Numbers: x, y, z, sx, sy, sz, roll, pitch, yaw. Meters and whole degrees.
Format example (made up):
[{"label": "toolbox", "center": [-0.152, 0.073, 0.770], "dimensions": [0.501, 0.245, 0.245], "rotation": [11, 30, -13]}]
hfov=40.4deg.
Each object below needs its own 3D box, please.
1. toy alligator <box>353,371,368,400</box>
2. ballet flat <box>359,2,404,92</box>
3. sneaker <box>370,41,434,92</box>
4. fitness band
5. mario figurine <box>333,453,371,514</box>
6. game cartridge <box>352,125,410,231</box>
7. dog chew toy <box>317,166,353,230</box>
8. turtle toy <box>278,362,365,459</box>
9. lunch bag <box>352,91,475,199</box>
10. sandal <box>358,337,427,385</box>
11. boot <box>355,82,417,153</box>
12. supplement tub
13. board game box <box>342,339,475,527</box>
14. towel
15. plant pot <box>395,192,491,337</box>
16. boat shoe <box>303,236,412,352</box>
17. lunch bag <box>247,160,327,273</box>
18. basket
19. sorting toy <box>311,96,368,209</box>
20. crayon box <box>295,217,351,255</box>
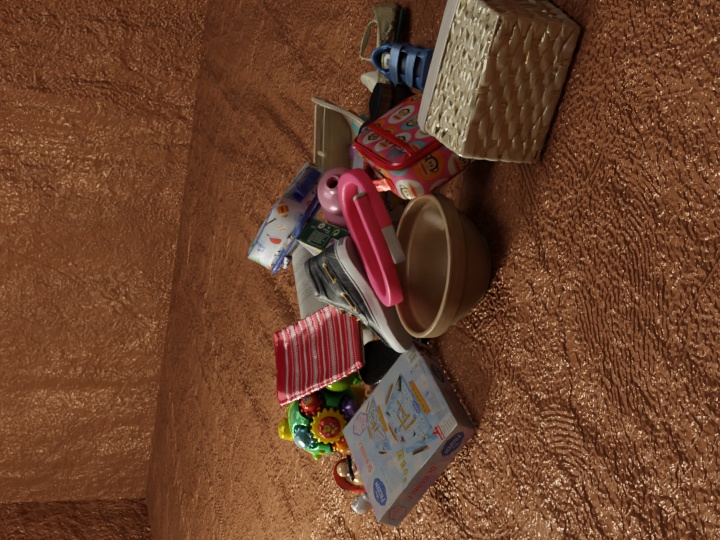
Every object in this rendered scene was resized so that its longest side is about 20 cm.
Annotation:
[{"label": "toy alligator", "center": [-0.024, 0.178, 1.806], "dimensions": [0.201, 0.059, 0.054], "rotation": [61, -178, 27]}, {"label": "ballet flat", "center": [0.036, -0.358, 1.675], "dimensions": [0.068, 0.075, 0.202], "rotation": [26, -115, -82]}, {"label": "sneaker", "center": [0.080, -0.322, 1.549], "dimensions": [0.200, 0.082, 0.075], "rotation": [-143, 60, -64]}, {"label": "fitness band", "center": [0.016, -0.047, 1.391], "dimensions": [0.144, 0.037, 0.201], "rotation": [135, 114, -77]}, {"label": "mario figurine", "center": [0.009, 0.318, 1.609], "dimensions": [0.200, 0.106, 0.124], "rotation": [-44, 11, 51]}, {"label": "game cartridge", "center": [0.048, -0.122, 1.533], "dimensions": [0.040, 0.132, 0.202], "rotation": [-10, 78, 61]}, {"label": "dog chew toy", "center": [-0.009, -0.109, 1.604], "dimensions": [0.200, 0.123, 0.126], "rotation": [36, -134, -63]}, {"label": "turtle toy", "center": [-0.057, 0.232, 1.681], "dimensions": [0.101, 0.144, 0.202], "rotation": [-135, 54, -73]}, {"label": "lunch bag", "center": [0.075, -0.176, 1.412], "dimensions": [0.082, 0.176, 0.200], "rotation": [58, 173, -27]}, {"label": "sandal", "center": [0.059, 0.138, 1.610], "dimensions": [0.200, 0.045, 0.076], "rotation": [-35, 59, 49]}, {"label": "boot", "center": [0.051, -0.219, 1.607], "dimensions": [0.201, 0.096, 0.075], "rotation": [113, 158, -52]}, {"label": "supplement tub", "center": [-0.050, 0.043, 1.775], "dimensions": [0.132, 0.131, 0.201], "rotation": [120, 146, -50]}, {"label": "board game box", "center": [0.067, 0.241, 1.470], "dimensions": [0.200, 0.041, 0.200], "rotation": [-53, 32, 19]}, {"label": "towel", "center": [-0.073, 0.131, 1.642], "dimensions": [0.199, 0.022, 0.146], "rotation": [-30, 52, 35]}, {"label": "plant pot", "center": [0.122, -0.007, 1.380], "dimensions": [0.201, 0.092, 0.203], "rotation": [-178, 90, -70]}, {"label": "boat shoe", "center": [-0.002, 0.047, 1.496], "dimensions": [0.090, 0.071, 0.201], "rotation": [-25, 103, 31]}, {"label": "lunch bag", "center": [-0.116, -0.095, 1.694], "dimensions": [0.161, 0.075, 0.200], "rotation": [-55, 5, 36]}, {"label": "basket", "center": [0.171, -0.245, 1.225], "dimensions": [0.124, 0.134, 0.201], "rotation": [-123, 41, -54]}, {"label": "sorting toy", "center": [-0.004, -0.196, 1.745], "dimensions": [0.180, 0.106, 0.202], "rotation": [31, 125, 49]}, {"label": "crayon box", "center": [0.000, 0.000, 1.606], "dimensions": [0.051, 0.200, 0.127], "rotation": [-53, 34, -10]}]
